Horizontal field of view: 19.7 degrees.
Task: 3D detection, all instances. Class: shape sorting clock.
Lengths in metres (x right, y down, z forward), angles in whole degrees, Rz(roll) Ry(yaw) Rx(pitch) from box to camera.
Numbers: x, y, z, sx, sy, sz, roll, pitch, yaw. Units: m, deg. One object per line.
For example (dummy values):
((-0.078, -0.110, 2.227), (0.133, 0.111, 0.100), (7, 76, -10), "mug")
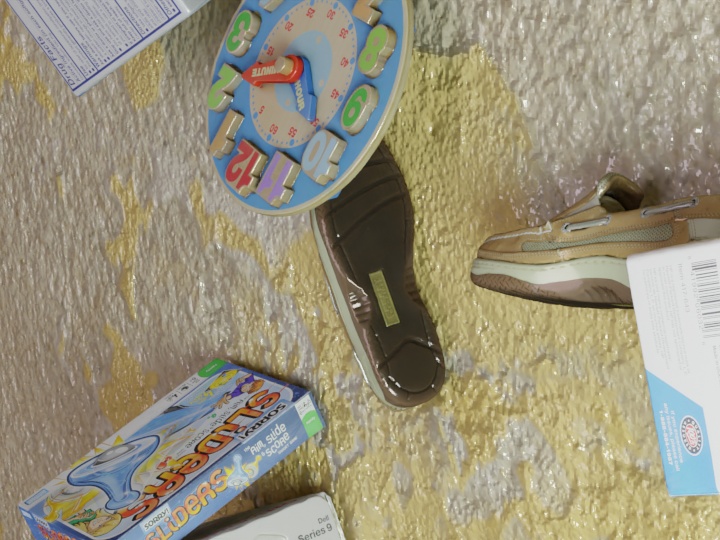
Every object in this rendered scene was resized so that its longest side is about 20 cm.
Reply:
((-0.039, -0.134, 1.400), (0.199, 0.039, 0.202), (-17, 67, 45), "shape sorting clock")

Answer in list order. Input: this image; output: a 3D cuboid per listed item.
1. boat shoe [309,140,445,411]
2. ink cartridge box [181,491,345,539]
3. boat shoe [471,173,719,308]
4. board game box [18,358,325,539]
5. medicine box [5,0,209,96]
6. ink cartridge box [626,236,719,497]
((0.000, 0.000, 1.432), (0.076, 0.071, 0.202), (151, 109, -70), "boat shoe")
((-0.116, 0.240, 1.570), (0.200, 0.145, 0.088), (-26, 85, 53), "ink cartridge box")
((0.146, -0.018, 1.214), (0.199, 0.071, 0.077), (2, 85, 47), "boat shoe")
((-0.141, 0.146, 1.549), (0.135, 0.200, 0.035), (14, 134, 52), "board game box")
((-0.195, -0.256, 1.558), (0.183, 0.103, 0.200), (54, 146, -9), "medicine box")
((0.250, 0.035, 1.025), (0.199, 0.125, 0.130), (-10, 89, 55), "ink cartridge box")
